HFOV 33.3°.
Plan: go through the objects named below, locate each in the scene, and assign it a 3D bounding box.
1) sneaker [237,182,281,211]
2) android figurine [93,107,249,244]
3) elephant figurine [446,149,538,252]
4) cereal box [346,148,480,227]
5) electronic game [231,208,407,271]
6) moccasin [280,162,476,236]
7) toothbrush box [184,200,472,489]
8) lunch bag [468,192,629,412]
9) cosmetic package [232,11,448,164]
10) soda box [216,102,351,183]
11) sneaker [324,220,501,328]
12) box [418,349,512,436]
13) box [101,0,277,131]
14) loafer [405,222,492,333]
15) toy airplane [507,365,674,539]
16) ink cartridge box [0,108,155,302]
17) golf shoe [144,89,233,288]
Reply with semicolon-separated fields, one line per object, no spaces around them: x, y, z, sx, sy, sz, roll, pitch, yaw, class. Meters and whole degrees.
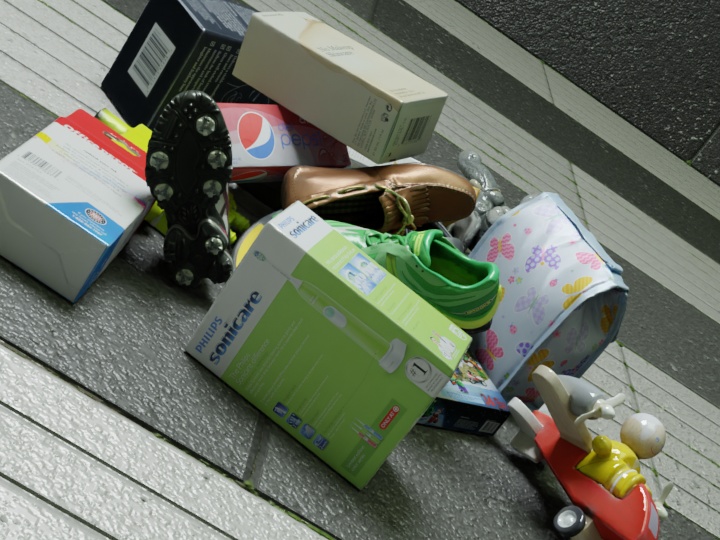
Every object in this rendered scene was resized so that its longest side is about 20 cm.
-0.090;-0.101;1.367;0.200;0.076;0.090;44;-23;-30;sneaker
-0.203;-0.092;1.231;0.199;0.041;0.182;36;22;2;android figurine
0.173;-0.052;1.608;0.199;0.155;0.142;24;-32;52;elephant figurine
0.041;-0.118;1.521;0.198;0.040;0.144;25;-7;-7;cereal box
-0.031;0.001;1.193;0.197;0.042;0.201;4;42;-3;electronic game
0.021;-0.066;1.202;0.199;0.074;0.078;3;47;-18;moccasin
-0.027;0.063;1.043;0.199;0.146;0.086;37;22;2;toothbrush box
0.202;0.036;1.361;0.126;0.201;0.170;14;30;-42;lunch bag
-0.022;-0.192;1.244;0.199;0.074;0.103;34;27;21;cosmetic package
-0.103;-0.130;1.244;0.199;0.063;0.071;-7;82;-47;soda box
0.042;-0.013;1.139;0.198;0.084;0.075;17;46;1;sneaker
0.049;0.097;1.232;0.199;0.038;0.137;16;30;-41;box
-0.171;-0.228;1.399;0.199;0.149;0.107;7;36;-51;box
0.091;-0.003;1.348;0.067;0.071;0.201;-7;35;-20;loafer
0.234;0.183;1.192;0.200;0.140;0.200;59;4;11;toy airplane
-0.252;-0.065;1.066;0.116;0.067;0.200;34;23;-6;ink cartridge box
-0.154;-0.082;1.094;0.076;0.202;0.089;0;37;-6;golf shoe
